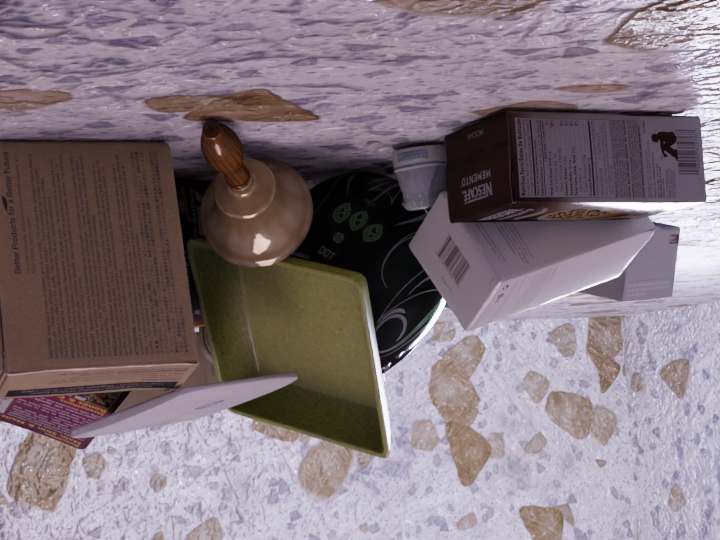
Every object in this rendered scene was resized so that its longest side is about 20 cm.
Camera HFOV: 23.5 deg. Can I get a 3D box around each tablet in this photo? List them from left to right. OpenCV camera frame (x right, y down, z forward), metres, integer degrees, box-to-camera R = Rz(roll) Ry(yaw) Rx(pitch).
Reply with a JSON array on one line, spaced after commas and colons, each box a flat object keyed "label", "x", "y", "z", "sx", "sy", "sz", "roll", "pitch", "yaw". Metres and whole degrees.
[{"label": "tablet", "x": -0.153, "y": 0.121, "z": 1.547, "sx": 0.129, "sy": 0.014, "sz": 0.200, "roll": -22, "pitch": 172, "yaw": 26}]

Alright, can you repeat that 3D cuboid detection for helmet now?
[{"label": "helmet", "x": 0.000, "y": 0.000, "z": 1.703, "sx": 0.199, "sy": 0.201, "sz": 0.191, "roll": -9, "pitch": -156, "yaw": 44}]

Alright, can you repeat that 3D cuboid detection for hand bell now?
[{"label": "hand bell", "x": -0.105, "y": -0.083, "z": 1.461, "sx": 0.103, "sy": 0.105, "sz": 0.200, "roll": -4, "pitch": 161, "yaw": 5}]

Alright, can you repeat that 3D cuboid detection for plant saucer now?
[{"label": "plant saucer", "x": -0.056, "y": 0.061, "z": 1.614, "sx": 0.199, "sy": 0.201, "sz": 0.048, "roll": 13, "pitch": -142, "yaw": 32}]

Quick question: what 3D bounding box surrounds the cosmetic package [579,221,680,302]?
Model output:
[{"label": "cosmetic package", "x": 0.246, "y": -0.023, "z": 1.928, "sx": 0.106, "sy": 0.091, "sz": 0.199, "roll": -3, "pitch": -165, "yaw": -45}]

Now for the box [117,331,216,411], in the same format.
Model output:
[{"label": "box", "x": -0.241, "y": 0.113, "z": 1.828, "sx": 0.077, "sy": 0.096, "sz": 0.199, "roll": -8, "pitch": 175, "yaw": 36}]

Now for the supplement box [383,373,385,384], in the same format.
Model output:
[{"label": "supplement box", "x": -0.043, "y": 0.036, "z": 1.997, "sx": 0.130, "sy": 0.202, "sz": 0.103, "roll": -4, "pitch": 174, "yaw": 9}]

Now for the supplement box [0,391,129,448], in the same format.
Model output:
[{"label": "supplement box", "x": -0.268, "y": 0.063, "z": 1.552, "sx": 0.130, "sy": 0.104, "sz": 0.200, "roll": 21, "pitch": 146, "yaw": -18}]

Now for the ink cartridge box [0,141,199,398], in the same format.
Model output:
[{"label": "ink cartridge box", "x": -0.229, "y": -0.002, "z": 1.422, "sx": 0.163, "sy": 0.202, "sz": 0.075, "roll": -1, "pitch": 159, "yaw": -22}]

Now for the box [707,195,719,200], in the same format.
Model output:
[{"label": "box", "x": 0.276, "y": -0.084, "z": 1.861, "sx": 0.198, "sy": 0.033, "sz": 0.121, "roll": 0, "pitch": 174, "yaw": -22}]

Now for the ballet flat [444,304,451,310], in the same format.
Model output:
[{"label": "ballet flat", "x": 0.114, "y": -0.004, "z": 1.851, "sx": 0.073, "sy": 0.075, "sz": 0.200, "roll": -5, "pitch": -174, "yaw": 10}]

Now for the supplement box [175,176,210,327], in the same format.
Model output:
[{"label": "supplement box", "x": -0.221, "y": -0.011, "z": 1.732, "sx": 0.196, "sy": 0.134, "sz": 0.200, "roll": -7, "pitch": 174, "yaw": 27}]

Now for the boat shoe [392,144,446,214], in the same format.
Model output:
[{"label": "boat shoe", "x": 0.081, "y": -0.072, "z": 1.639, "sx": 0.069, "sy": 0.072, "sz": 0.200, "roll": -6, "pitch": 174, "yaw": 22}]

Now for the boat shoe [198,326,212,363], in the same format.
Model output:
[{"label": "boat shoe", "x": -0.102, "y": 0.005, "z": 1.819, "sx": 0.074, "sy": 0.201, "sz": 0.093, "roll": 30, "pitch": 160, "yaw": -10}]

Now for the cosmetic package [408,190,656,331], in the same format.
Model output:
[{"label": "cosmetic package", "x": 0.160, "y": -0.032, "z": 1.590, "sx": 0.199, "sy": 0.108, "sz": 0.085, "roll": -16, "pitch": 152, "yaw": -35}]

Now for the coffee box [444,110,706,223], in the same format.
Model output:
[{"label": "coffee box", "x": 0.186, "y": -0.088, "z": 1.501, "sx": 0.198, "sy": 0.081, "sz": 0.113, "roll": -1, "pitch": 174, "yaw": -25}]
